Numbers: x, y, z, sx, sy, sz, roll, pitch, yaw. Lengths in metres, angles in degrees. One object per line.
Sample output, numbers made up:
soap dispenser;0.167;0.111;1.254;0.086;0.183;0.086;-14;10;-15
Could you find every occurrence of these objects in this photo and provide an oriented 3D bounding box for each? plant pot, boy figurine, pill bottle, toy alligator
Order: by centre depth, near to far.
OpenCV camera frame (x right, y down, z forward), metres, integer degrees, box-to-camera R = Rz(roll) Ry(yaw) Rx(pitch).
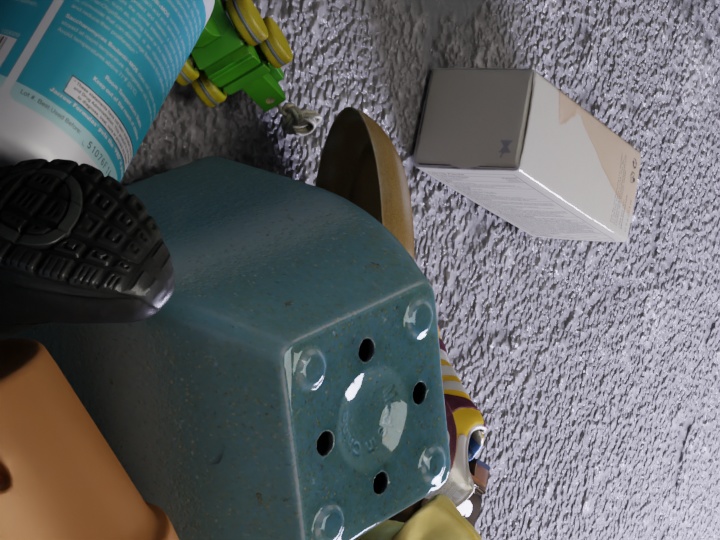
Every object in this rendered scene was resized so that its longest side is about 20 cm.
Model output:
plant pot;-0.187;0.119;0.768;0.200;0.200;0.141;-31;109;-50
pill bottle;-0.143;-0.120;0.855;0.111;0.110;0.200;54;52;-45
plant pot;-0.063;0.062;0.904;0.196;0.200;0.197;-24;114;-44
boy figurine;-0.014;0.173;0.946;0.124;0.200;0.065;-34;99;-44
toy alligator;-0.074;-0.132;1.015;0.054;0.059;0.200;65;11;19
plant pot;0.000;0.000;1.043;0.027;0.200;0.201;2;95;-15

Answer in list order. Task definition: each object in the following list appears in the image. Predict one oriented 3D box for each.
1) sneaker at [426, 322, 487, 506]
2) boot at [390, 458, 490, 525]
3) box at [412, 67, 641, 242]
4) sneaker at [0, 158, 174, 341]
sneaker;0.039;0.089;1.129;0.090;0.075;0.200;39;23;-11
boot;0.035;0.172;1.207;0.200;0.074;0.097;27;70;-57
box;0.132;-0.085;1.294;0.200;0.095;0.078;26;73;-56
sneaker;-0.169;-0.002;0.767;0.076;0.199;0.091;-50;143;-45
